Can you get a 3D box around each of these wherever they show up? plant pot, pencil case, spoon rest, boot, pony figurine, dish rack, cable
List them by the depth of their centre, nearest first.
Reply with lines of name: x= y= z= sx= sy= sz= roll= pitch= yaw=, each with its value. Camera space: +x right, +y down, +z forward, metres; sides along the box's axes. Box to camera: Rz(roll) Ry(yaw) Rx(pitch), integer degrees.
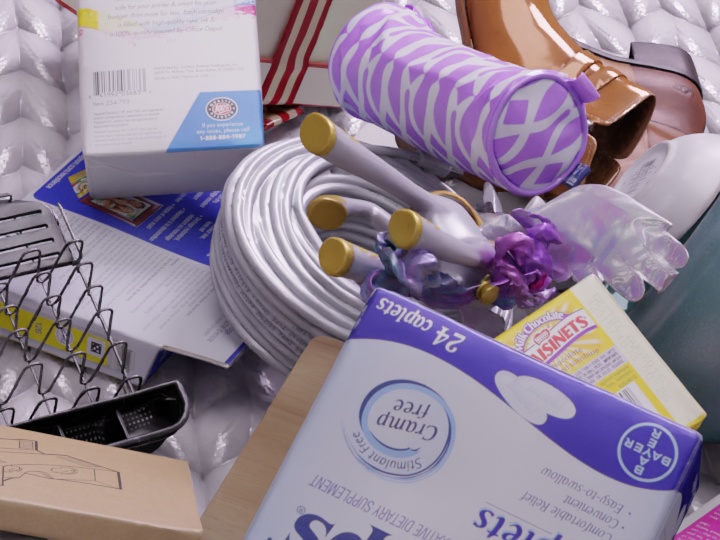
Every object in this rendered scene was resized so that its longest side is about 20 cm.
pony figurine: x=0.069 y=-0.003 z=1.671 sx=0.200 sy=0.167 sz=0.193 roll=17 pitch=22 yaw=-43
dish rack: x=-0.206 y=0.037 z=1.702 sx=0.153 sy=0.055 sz=0.200 roll=-13 pitch=63 yaw=-27
spoon rest: x=0.164 y=-0.031 z=1.752 sx=0.061 sy=0.200 sz=0.099 roll=42 pitch=66 yaw=-15
plant pot: x=0.229 y=0.027 z=1.759 sx=0.134 sy=0.200 sz=0.200 roll=38 pitch=36 yaw=-3
cable: x=0.000 y=0.000 z=1.791 sx=0.199 sy=0.069 sz=0.200 roll=15 pitch=41 yaw=-22
pencil case: x=0.061 y=-0.111 z=1.817 sx=0.086 sy=0.084 sz=0.200 roll=-53 pitch=40 yaw=-8
boot: x=0.128 y=-0.137 z=1.903 sx=0.154 sy=0.200 sz=0.074 roll=19 pitch=-10 yaw=35
boot: x=0.145 y=-0.070 z=1.941 sx=0.188 sy=0.069 sz=0.200 roll=6 pitch=44 yaw=-7

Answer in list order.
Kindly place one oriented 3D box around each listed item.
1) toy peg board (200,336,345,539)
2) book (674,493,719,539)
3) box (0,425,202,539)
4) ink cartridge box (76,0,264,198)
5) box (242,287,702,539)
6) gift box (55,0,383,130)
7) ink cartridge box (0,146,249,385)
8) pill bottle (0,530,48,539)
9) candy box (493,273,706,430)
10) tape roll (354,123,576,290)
toy peg board: x=0.024 y=0.164 z=1.596 sx=0.199 sy=0.098 sz=0.199 roll=18 pitch=50 yaw=16
book: x=0.252 y=0.167 z=1.659 sx=0.133 sy=0.048 sz=0.200 roll=28 pitch=37 yaw=32
box: x=-0.186 y=0.110 z=1.545 sx=0.199 sy=0.021 sz=0.163 roll=12 pitch=8 yaw=-9
ink cartridge box: x=-0.124 y=-0.153 z=1.875 sx=0.116 sy=0.067 sz=0.201 roll=-3 pitch=67 yaw=-1
box: x=0.048 y=0.142 z=1.446 sx=0.184 sy=0.105 sz=0.200 roll=25 pitch=77 yaw=10
gift box: x=-0.103 y=-0.216 z=2.033 sx=0.200 sy=0.187 sz=0.184 roll=2 pitch=27 yaw=-47
ink cartridge box: x=-0.131 y=-0.001 z=1.843 sx=0.200 sy=0.047 sz=0.198 roll=21 pitch=34 yaw=16
pill bottle: x=-0.137 y=0.210 z=1.454 sx=0.111 sy=0.111 sz=0.200 roll=-19 pitch=41 yaw=-34
candy box: x=0.077 y=0.094 z=1.546 sx=0.200 sy=0.026 sz=0.102 roll=-32 pitch=71 yaw=-19
tape roll: x=0.088 y=-0.053 z=1.969 sx=0.202 sy=0.037 sz=0.203 roll=5 pitch=32 yaw=-3
